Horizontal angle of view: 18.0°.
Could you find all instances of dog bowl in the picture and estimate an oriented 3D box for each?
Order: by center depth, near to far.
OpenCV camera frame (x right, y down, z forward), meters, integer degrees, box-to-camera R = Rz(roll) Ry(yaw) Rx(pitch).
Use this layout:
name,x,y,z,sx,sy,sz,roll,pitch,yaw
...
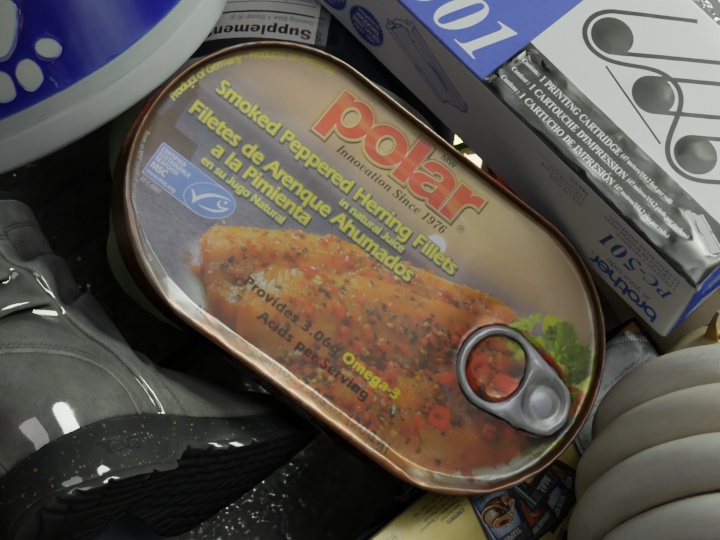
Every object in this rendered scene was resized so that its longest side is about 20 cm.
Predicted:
name,x,y,z,sx,sy,sz,roll,pitch,yaw
dog bowl,-0.154,-0.116,0.865,0.200,0.200,0.079,-51,133,-36

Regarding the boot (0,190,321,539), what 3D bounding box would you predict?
name,x,y,z,sx,sy,sz,roll,pitch,yaw
boot,-0.095,0.028,0.826,0.132,0.070,0.200,55,16,16

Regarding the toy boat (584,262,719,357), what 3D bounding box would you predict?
name,x,y,z,sx,sy,sz,roll,pitch,yaw
toy boat,0.161,-0.027,0.975,0.131,0.200,0.131,-35,81,10

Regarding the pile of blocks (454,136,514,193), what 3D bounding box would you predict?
name,x,y,z,sx,sy,sz,roll,pitch,yaw
pile of blocks,0.046,-0.096,1.042,0.082,0.062,0.200,5,62,-25

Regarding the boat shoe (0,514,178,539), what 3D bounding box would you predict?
name,x,y,z,sx,sy,sz,roll,pitch,yaw
boat shoe,-0.155,0.084,0.838,0.200,0.065,0.074,18,74,-45

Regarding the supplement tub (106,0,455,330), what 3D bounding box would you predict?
name,x,y,z,sx,sy,sz,roll,pitch,yaw
supplement tub,-0.027,-0.081,0.948,0.140,0.140,0.200,19,57,-17

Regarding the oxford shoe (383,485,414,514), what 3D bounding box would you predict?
name,x,y,z,sx,sy,sz,roll,pitch,yaw
oxford shoe,0.037,0.104,0.927,0.075,0.070,0.200,11,60,-19

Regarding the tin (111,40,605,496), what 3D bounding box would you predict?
name,x,y,z,sx,sy,sz,roll,pitch,yaw
tin,0.000,0.000,0.832,0.200,0.042,0.112,38,81,-14

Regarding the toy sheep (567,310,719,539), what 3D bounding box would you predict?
name,x,y,z,sx,sy,sz,roll,pitch,yaw
toy sheep,0.140,0.102,0.822,0.138,0.138,0.200,16,47,-19

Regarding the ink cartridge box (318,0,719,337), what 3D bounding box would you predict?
name,x,y,z,sx,sy,sz,roll,pitch,yaw
ink cartridge box,0.079,-0.078,0.863,0.094,0.044,0.200,-38,76,-25

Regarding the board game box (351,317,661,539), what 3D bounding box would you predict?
name,x,y,z,sx,sy,sz,roll,pitch,yaw
board game box,0.072,0.130,0.878,0.200,0.035,0.136,-36,90,-27
